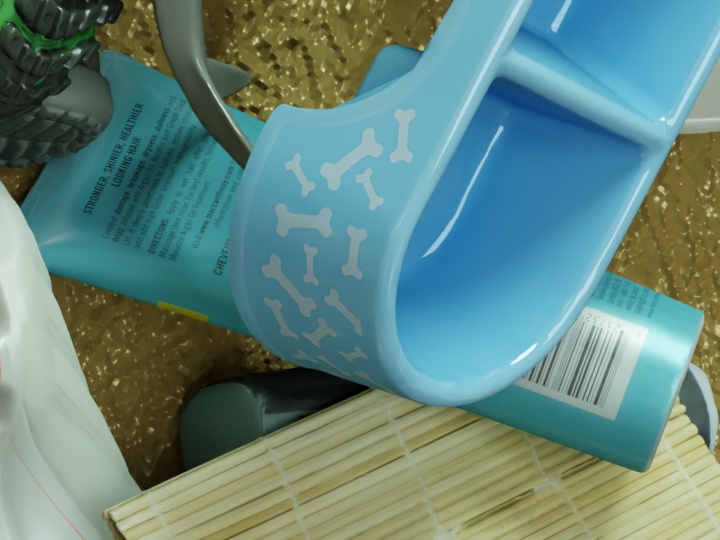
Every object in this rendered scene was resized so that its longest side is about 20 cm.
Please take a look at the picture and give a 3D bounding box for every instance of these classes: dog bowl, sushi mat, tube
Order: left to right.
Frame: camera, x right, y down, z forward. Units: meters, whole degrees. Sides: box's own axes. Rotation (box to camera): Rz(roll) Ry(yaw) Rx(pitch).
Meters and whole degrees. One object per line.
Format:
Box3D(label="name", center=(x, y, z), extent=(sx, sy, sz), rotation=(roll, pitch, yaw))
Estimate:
Box3D(label="tube", center=(0.000, 0.000, 0.870), extent=(0.200, 0.050, 0.077), rotation=(22, 57, 4))
Box3D(label="sushi mat", center=(0.026, 0.076, 0.871), extent=(0.200, 0.012, 0.096), rotation=(-23, 83, -33))
Box3D(label="dog bowl", center=(0.043, -0.053, 0.785), extent=(0.111, 0.050, 0.200), rotation=(21, 98, -52))

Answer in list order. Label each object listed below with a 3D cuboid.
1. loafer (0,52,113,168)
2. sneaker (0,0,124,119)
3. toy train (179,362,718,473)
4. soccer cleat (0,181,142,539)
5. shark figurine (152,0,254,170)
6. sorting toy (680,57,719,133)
Box3D(label="loafer", center=(-0.162, -0.081, 0.822), extent=(0.200, 0.075, 0.070), rotation=(14, 64, -36))
Box3D(label="sneaker", center=(-0.101, -0.138, 0.805), extent=(0.085, 0.078, 0.200), rotation=(1, 82, 11))
Box3D(label="toy train", center=(0.034, 0.080, 0.924), extent=(0.200, 0.085, 0.114), rotation=(-6, 86, -27))
Box3D(label="soccer cleat", center=(-0.099, 0.058, 0.859), extent=(0.078, 0.069, 0.200), rotation=(-33, 115, -56))
Box3D(label="shark figurine", center=(-0.013, -0.125, 0.783), extent=(0.128, 0.089, 0.215), rotation=(20, 95, -50))
Box3D(label="sorting toy", center=(0.144, -0.136, 0.962), extent=(0.180, 0.107, 0.200), rotation=(-28, 106, -16))
